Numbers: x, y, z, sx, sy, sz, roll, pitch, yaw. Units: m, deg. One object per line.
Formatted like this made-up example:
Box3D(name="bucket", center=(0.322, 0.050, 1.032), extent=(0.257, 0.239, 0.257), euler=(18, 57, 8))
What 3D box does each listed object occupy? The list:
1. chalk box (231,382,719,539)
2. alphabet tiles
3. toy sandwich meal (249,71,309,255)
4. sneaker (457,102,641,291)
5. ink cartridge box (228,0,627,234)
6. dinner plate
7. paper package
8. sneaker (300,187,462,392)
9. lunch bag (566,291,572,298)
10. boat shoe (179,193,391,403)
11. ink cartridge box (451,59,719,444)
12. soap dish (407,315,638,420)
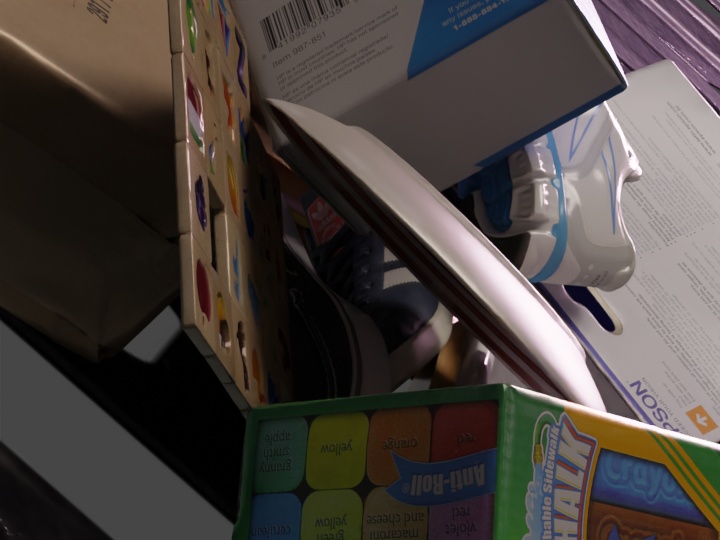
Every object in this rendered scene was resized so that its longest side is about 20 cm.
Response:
Box3D(name="chalk box", center=(0.033, 0.111, 0.844), extent=(0.200, 0.125, 0.124), euler=(20, 70, -49))
Box3D(name="alphabet tiles", center=(-0.048, -0.026, 0.897), extent=(0.200, 0.008, 0.168), euler=(68, 16, -68))
Box3D(name="toy sandwich meal", center=(-0.051, -0.090, 1.241), extent=(0.205, 0.070, 0.205), euler=(39, 18, -15))
Box3D(name="sneaker", center=(0.090, -0.071, 1.126), extent=(0.087, 0.075, 0.200), euler=(16, 54, -28))
Box3D(name="ink cartridge box", center=(0.017, -0.139, 1.089), extent=(0.084, 0.145, 0.200), euler=(45, 21, -48))
Box3D(name="dinner plate", center=(0.036, -0.003, 0.951), extent=(0.200, 0.024, 0.200), euler=(45, -4, 4))
Box3D(name="paper package", center=(-0.151, -0.088, 0.994), extent=(0.191, 0.103, 0.200), euler=(35, 23, -21))
Box3D(name="sneaker", center=(0.000, 0.000, 1.107), extent=(0.085, 0.075, 0.200), euler=(47, 28, -11))
Box3D(name="lunch bag", center=(0.161, 0.032, 1.303), extent=(0.200, 0.127, 0.170), euler=(26, 23, -11))
Box3D(name="boat shoe", center=(-0.050, 0.011, 1.036), extent=(0.066, 0.070, 0.200), euler=(22, 27, -35))
Box3D(name="ink cartridge box", center=(0.146, -0.002, 1.172), extent=(0.200, 0.041, 0.200), euler=(-21, 67, -42))
Box3D(name="soap dish", center=(0.083, 0.101, 1.080), extent=(0.157, 0.081, 0.200), euler=(40, 20, -7))
